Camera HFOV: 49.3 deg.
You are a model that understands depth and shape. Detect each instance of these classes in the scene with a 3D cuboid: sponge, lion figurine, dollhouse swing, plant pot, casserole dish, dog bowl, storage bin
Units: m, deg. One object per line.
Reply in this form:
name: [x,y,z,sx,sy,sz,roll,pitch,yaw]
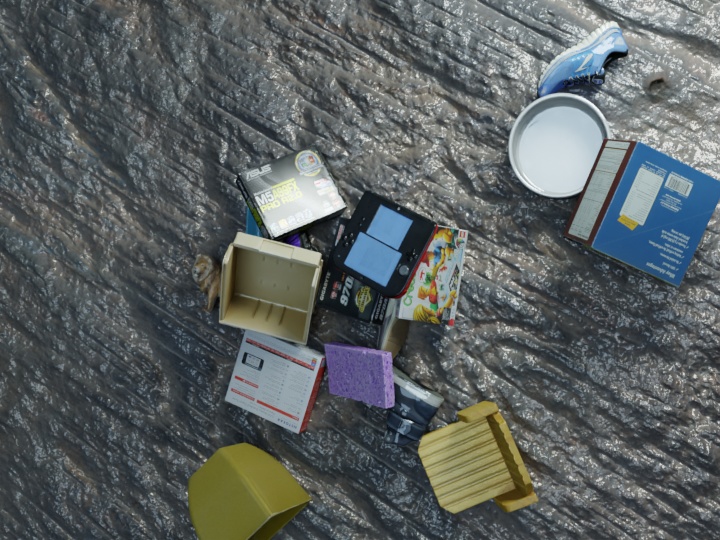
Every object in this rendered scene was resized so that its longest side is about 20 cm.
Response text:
sponge: [-0.004,0.218,1.661,0.198,0.029,0.114,4,100,50]
lion figurine: [-0.298,0.044,1.800,0.196,0.072,0.125,15,87,3]
dollhouse swing: [0.223,0.393,1.580,0.173,0.182,0.203,-22,84,-4]
plant pot: [-0.266,0.498,1.727,0.194,0.195,0.201,-44,72,13]
casserole dish: [-0.218,-0.103,1.746,0.121,0.038,0.204,-17,69,60]
dog bowl: [0.396,-0.243,1.557,0.196,0.079,0.205,0,91,18]
storage bin: [-0.190,0.037,1.668,0.196,0.095,0.201,14,134,1]

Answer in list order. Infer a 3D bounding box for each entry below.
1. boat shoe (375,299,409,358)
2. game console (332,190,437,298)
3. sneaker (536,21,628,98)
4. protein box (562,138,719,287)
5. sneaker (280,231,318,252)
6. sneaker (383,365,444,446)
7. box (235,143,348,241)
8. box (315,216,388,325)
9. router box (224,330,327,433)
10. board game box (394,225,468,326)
boat shoe: [0.066,0.093,1.676,0.064,0.071,0.204,16,94,35]
game console: [0.045,-0.053,1.608,0.198,0.031,0.179,29,96,33]
sneaker: [0.437,-0.397,1.543,0.199,0.078,0.090,-35,78,15]
protein box: [0.519,-0.109,1.450,0.196,0.135,0.203,21,98,-12]
sneaker: [-0.135,-0.058,1.743,0.098,0.070,0.204,11,97,10]
sneaker: [0.059,0.285,1.673,0.200,0.077,0.148,31,98,16]
box: [-0.147,-0.165,1.691,0.198,0.044,0.162,-24,82,-26]
box: [0.000,0.000,1.671,0.157,0.046,0.204,15,88,35]
router box: [-0.190,0.242,1.768,0.197,0.049,0.183,21,97,17]
board game box: [0.147,0.007,1.630,0.124,0.035,0.204,8,91,-15]
